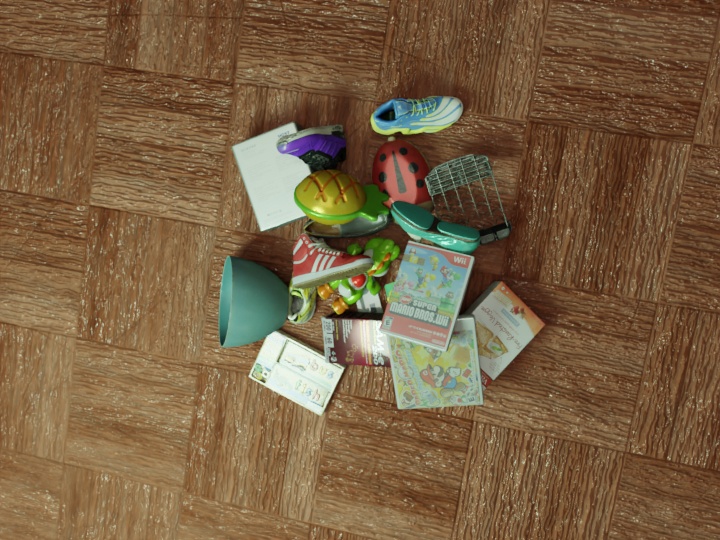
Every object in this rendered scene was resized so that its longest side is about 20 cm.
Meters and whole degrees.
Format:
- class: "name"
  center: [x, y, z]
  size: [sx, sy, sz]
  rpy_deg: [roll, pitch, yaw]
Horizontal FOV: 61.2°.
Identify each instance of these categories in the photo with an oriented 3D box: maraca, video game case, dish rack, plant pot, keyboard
- class: "maraca"
  center: [-0.039, -0.149, 1.261]
  size: [0.199, 0.137, 0.107]
  rpy_deg: [7, 138, -4]
- class: "video game case"
  center: [0.153, 0.191, 1.253]
  size: [0.181, 0.023, 0.201]
  rpy_deg: [-6, 110, 11]
- class: "dish rack"
  center: [0.226, -0.141, 1.290]
  size: [0.153, 0.055, 0.201]
  rpy_deg: [-18, 104, 10]
- class: "plant pot"
  center: [-0.235, 0.072, 1.355]
  size: [0.134, 0.200, 0.201]
  rpy_deg: [4, 97, -19]
- class: "keyboard"
  center: [0.022, 0.088, 1.389]
  size: [0.056, 0.011, 0.201]
  rpy_deg: [-15, 93, 5]
- class: "video game case"
  center: [0.134, 0.049, 1.222]
  size: [0.142, 0.017, 0.201]
  rpy_deg: [15, 75, 18]

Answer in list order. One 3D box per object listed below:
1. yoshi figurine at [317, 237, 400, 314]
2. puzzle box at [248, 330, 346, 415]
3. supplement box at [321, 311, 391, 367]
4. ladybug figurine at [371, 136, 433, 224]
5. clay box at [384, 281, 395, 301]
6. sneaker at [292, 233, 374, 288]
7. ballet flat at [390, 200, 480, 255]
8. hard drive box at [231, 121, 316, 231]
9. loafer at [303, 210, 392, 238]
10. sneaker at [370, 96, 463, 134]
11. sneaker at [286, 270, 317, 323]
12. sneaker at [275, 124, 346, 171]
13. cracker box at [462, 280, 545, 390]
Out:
- class: "yoshi figurine"
  center: [0.004, -0.001, 1.345]
  size: [0.200, 0.112, 0.112]
  rpy_deg: [-40, 58, 14]
- class: "puzzle box"
  center: [-0.147, 0.235, 1.423]
  size: [0.199, 0.025, 0.133]
  rpy_deg: [26, 99, 7]
- class: "supplement box"
  center: [0.017, 0.151, 1.340]
  size: [0.199, 0.061, 0.109]
  rpy_deg: [-1, 100, 26]
- class: "ladybug figurine"
  center: [0.089, -0.192, 1.317]
  size: [0.135, 0.072, 0.201]
  rpy_deg: [-18, 92, 11]
- class: "clay box"
  center: [0.135, 0.110, 1.350]
  size: [0.115, 0.048, 0.201]
  rpy_deg: [-18, 91, 9]
- class: "sneaker"
  center: [-0.066, -0.034, 1.286]
  size: [0.199, 0.071, 0.113]
  rpy_deg: [-14, 74, 29]
- class: "ballet flat"
  center: [0.147, -0.078, 1.261]
  size: [0.199, 0.067, 0.071]
  rpy_deg: [22, 133, 10]
- class: "hard drive box"
  center: [-0.176, -0.207, 1.359]
  size: [0.155, 0.077, 0.201]
  rpy_deg: [-18, 93, 11]
- class: "loafer"
  center: [-0.030, -0.099, 1.327]
  size: [0.199, 0.072, 0.073]
  rpy_deg: [-10, 100, 24]
- class: "sneaker"
  center: [0.116, -0.328, 1.283]
  size: [0.199, 0.105, 0.076]
  rpy_deg: [-11, 94, 11]
- class: "sneaker"
  center: [-0.123, 0.025, 1.373]
  size: [0.075, 0.076, 0.201]
  rpy_deg: [8, 96, 11]
- class: "sneaker"
  center: [-0.091, -0.249, 1.288]
  size: [0.069, 0.200, 0.100]
  rpy_deg: [-6, 102, 39]
- class: "cracker box"
  center: [0.273, 0.138, 1.298]
  size: [0.134, 0.058, 0.200]
  rpy_deg: [43, 88, -3]
